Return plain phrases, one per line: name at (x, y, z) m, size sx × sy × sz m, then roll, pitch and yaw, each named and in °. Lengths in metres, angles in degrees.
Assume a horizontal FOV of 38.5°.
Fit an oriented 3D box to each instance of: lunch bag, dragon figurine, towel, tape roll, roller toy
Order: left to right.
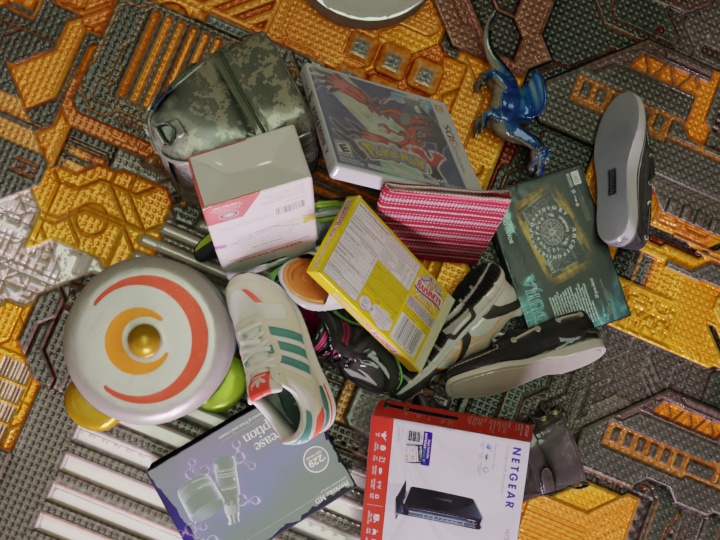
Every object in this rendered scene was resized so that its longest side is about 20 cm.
roller toy at (-0.235, 0.078, 1.153) m, size 0.198 × 0.140 × 0.184 m, roll -8°, pitch 87°, yaw -2°
lunch bag at (-0.148, -0.154, 1.158) m, size 0.167 × 0.200 × 0.140 m, roll -30°, pitch 81°, yaw -8°
tape roll at (0.008, -0.403, 1.280) m, size 0.201 × 0.037 × 0.205 m, roll 1°, pitch 84°, yaw -6°
towel at (0.084, -0.053, 1.179) m, size 0.143 × 0.200 × 0.023 m, roll 4°, pitch 70°, yaw -4°
dragon figurine at (0.193, -0.213, 1.273) m, size 0.099 × 0.059 × 0.202 m, roll 1°, pitch 82°, yaw -7°

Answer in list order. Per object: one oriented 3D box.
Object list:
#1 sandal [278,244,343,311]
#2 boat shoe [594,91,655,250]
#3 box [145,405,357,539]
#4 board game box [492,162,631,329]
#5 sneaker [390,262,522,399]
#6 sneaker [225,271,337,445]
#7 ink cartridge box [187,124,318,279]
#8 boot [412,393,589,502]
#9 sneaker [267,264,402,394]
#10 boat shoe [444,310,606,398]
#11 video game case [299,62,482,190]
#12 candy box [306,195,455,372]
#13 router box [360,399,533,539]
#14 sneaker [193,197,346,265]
sandal at (-0.004, -0.006, 1.188) m, size 0.206 × 0.059 × 0.079 m, roll -7°, pitch 49°, yaw -41°
boat shoe at (0.338, -0.120, 1.281) m, size 0.066 × 0.070 × 0.202 m, roll 18°, pitch 67°, yaw -35°
box at (-0.125, 0.237, 1.191) m, size 0.199 × 0.079 × 0.142 m, roll -30°, pitch 92°, yaw -8°
board game box at (0.240, -0.018, 1.277) m, size 0.134 × 0.028 × 0.201 m, roll -17°, pitch 88°, yaw -7°
sneaker at (0.115, 0.087, 1.233) m, size 0.200 × 0.074 × 0.080 m, roll -44°, pitch 123°, yaw 3°
sneaker at (-0.096, 0.096, 1.112) m, size 0.070 × 0.093 × 0.201 m, roll -25°, pitch 91°, yaw 22°
ink cartridge box at (-0.111, -0.066, 1.114) m, size 0.116 × 0.200 × 0.068 m, roll -17°, pitch 69°, yaw -7°
boot at (0.169, 0.205, 1.237) m, size 0.173 × 0.069 × 0.201 m, roll -28°, pitch 96°, yaw -11°
sneaker at (-0.038, 0.081, 1.192) m, size 0.200 × 0.084 × 0.077 m, roll 40°, pitch 120°, yaw -5°
boat shoe at (0.188, 0.096, 1.213) m, size 0.198 × 0.074 × 0.061 m, roll -16°, pitch 61°, yaw -6°
video game case at (0.037, -0.153, 1.182) m, size 0.199 × 0.023 × 0.183 m, roll 10°, pitch 43°, yaw -28°
candy box at (0.027, 0.018, 1.149) m, size 0.200 × 0.026 × 0.103 m, roll 46°, pitch 59°, yaw -35°
router box at (0.095, 0.259, 1.169) m, size 0.178 × 0.049 × 0.202 m, roll 8°, pitch 106°, yaw 12°
sneaker at (-0.098, -0.032, 1.221) m, size 0.198 × 0.074 × 0.082 m, roll -12°, pitch 91°, yaw -5°
